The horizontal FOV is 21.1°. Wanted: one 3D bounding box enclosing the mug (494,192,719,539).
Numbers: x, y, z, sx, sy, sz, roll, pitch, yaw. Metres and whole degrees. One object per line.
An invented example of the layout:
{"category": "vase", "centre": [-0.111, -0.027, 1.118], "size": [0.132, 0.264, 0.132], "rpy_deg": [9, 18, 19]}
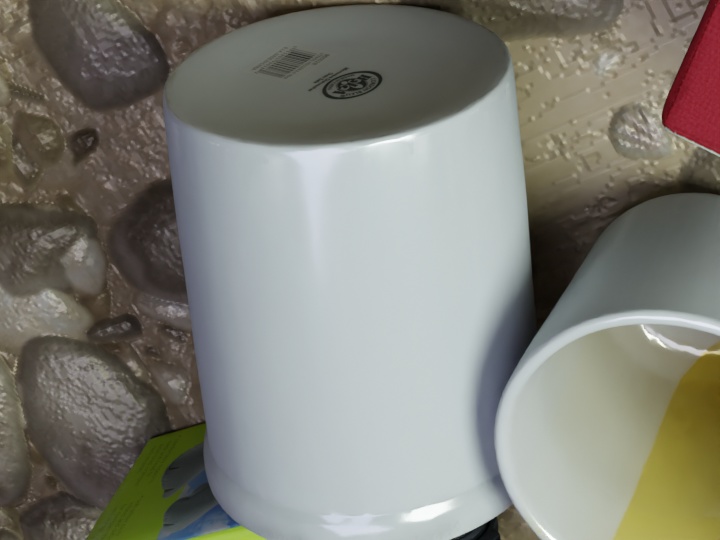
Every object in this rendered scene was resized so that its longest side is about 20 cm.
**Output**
{"category": "mug", "centre": [0.151, 0.057, 0.883], "size": [0.148, 0.153, 0.188], "rpy_deg": [-2, 121, 19]}

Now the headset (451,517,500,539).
{"category": "headset", "centre": [0.051, 0.176, 1.019], "size": [0.199, 0.094, 0.124], "rpy_deg": [-22, 103, 43]}

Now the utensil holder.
{"category": "utensil holder", "centre": [0.000, 0.000, 0.889], "size": [0.168, 0.170, 0.201], "rpy_deg": [4, 121, 16]}

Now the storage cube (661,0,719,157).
{"category": "storage cube", "centre": [0.245, -0.090, 0.682], "size": [0.199, 0.170, 0.181], "rpy_deg": [32, 105, 31]}

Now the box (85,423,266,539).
{"category": "box", "centre": [-0.043, 0.116, 1.002], "size": [0.199, 0.122, 0.048], "rpy_deg": [-18, 113, 27]}
